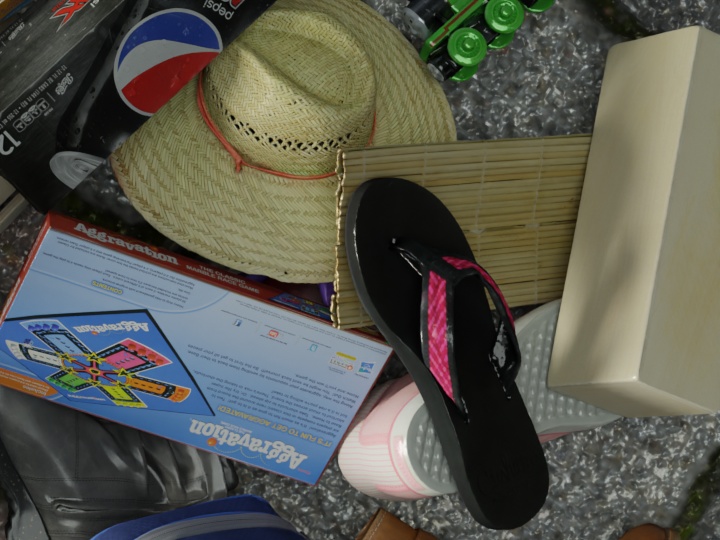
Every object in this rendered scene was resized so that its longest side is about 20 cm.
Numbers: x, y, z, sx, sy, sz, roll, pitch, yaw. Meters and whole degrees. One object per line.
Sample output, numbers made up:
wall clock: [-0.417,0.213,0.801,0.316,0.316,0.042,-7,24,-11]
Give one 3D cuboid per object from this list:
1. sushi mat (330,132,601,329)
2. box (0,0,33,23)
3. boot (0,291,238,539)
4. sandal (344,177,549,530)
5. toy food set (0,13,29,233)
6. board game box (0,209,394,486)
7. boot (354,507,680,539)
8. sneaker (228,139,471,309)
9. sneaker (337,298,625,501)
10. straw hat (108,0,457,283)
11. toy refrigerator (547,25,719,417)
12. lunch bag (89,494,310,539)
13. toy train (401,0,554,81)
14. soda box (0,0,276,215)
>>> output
sushi mat: [0.064,-0.024,1.316,0.199,0.012,0.096,-6,106,-37]
box: [-0.253,-0.205,1.262,0.119,0.041,0.200,-36,82,-12]
boot: [-0.143,0.091,1.337,0.131,0.070,0.201,-16,102,-9]
sandal: [0.056,0.039,1.258,0.075,0.045,0.201,-30,99,-34]
toy food set: [-0.256,-0.102,1.319,0.200,0.060,0.144,43,78,2]
board game box: [-0.092,0.044,1.286,0.199,0.019,0.103,20,117,-19]
boot: [0.069,0.182,1.352,0.155,0.074,0.200,42,84,-1]
sneaker: [0.000,0.000,1.334,0.200,0.083,0.081,-33,94,-5]
sneaker: [0.071,0.072,1.355,0.200,0.105,0.076,-25,94,-35]
straw hat: [-0.037,-0.097,1.290,0.200,0.085,0.202,3,65,-6]
toy refrigerator: [0.167,-0.024,1.324,0.070,0.076,0.201,22,72,-33]
lunch bag: [-0.077,0.227,1.286,0.135,0.132,0.201,-8,116,-30]
toy train: [0.102,-0.182,1.351,0.200,0.042,0.056,-42,86,-13]
soda box: [-0.120,-0.126,1.252,0.200,0.071,0.063,-43,126,-2]
